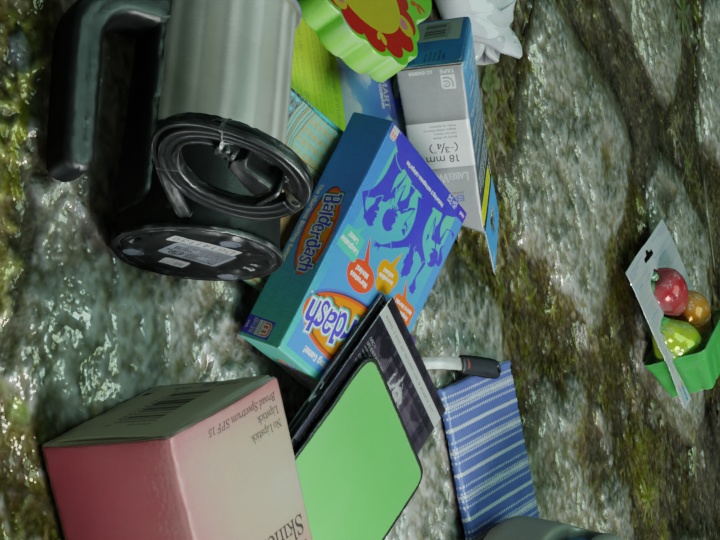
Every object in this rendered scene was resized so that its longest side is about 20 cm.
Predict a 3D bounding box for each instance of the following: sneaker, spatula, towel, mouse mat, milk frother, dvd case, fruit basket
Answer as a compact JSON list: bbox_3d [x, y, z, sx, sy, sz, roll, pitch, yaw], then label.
[{"bbox_3d":[0.136,-0.276,1.449,0.200,0.075,0.116,-28,109,-52],"label":"sneaker"},{"bbox_3d":[0.081,0.088,1.318,0.199,0.020,0.057,11,70,-51],"label":"spatula"},{"bbox_3d":[0.128,0.200,1.390,0.144,0.024,0.202,-17,97,-57],"label":"towel"},{"bbox_3d":[-0.021,0.185,1.084,0.200,0.007,0.162,-51,138,-30],"label":"mouse mat"},{"bbox_3d":[-0.042,-0.045,1.098,0.200,0.022,0.148,36,74,-55],"label":"towel"},{"bbox_3d":[-0.088,-0.111,0.914,0.180,0.199,0.190,24,64,-50],"label":"milk frother"},{"bbox_3d":[-0.008,0.140,1.106,0.200,0.016,0.149,-54,138,-27],"label":"dvd case"},{"bbox_3d":[0.408,0.056,1.844,0.201,0.093,0.185,59,35,-9],"label":"fruit basket"}]

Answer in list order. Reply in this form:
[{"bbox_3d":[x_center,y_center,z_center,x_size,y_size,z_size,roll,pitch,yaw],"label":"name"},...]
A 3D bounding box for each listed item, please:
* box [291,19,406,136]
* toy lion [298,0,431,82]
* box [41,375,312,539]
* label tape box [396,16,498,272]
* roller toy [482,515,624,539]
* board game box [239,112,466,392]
[{"bbox_3d":[-0.033,-0.161,1.161,0.200,0.047,0.123,-9,93,-59],"label":"box"},{"bbox_3d":[-0.001,-0.243,1.152,0.199,0.068,0.193,0,64,-57],"label":"toy lion"},{"bbox_3d":[-0.107,0.183,0.908,0.128,0.108,0.202,-27,107,-58],"label":"box"},{"bbox_3d":[0.083,-0.114,1.286,0.144,0.063,0.201,-74,156,-64],"label":"label tape box"},{"bbox_3d":[0.185,0.333,1.313,0.183,0.139,0.201,58,49,-43],"label":"roller toy"},{"bbox_3d":[0.000,0.000,1.119,0.152,0.045,0.201,44,68,-52],"label":"board game box"}]
